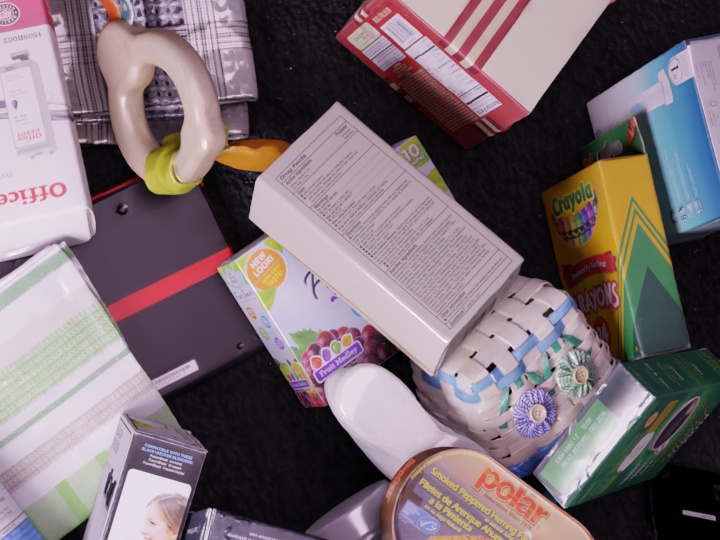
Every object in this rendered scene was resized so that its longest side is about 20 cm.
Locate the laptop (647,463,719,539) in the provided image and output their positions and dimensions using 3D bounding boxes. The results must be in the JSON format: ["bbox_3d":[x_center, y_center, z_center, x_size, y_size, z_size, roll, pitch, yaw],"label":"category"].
[{"bbox_3d":[0.320,0.291,1.577,0.175,0.104,0.202,12,52,-15],"label":"laptop"}]

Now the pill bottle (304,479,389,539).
[{"bbox_3d":[0.040,0.275,1.440,0.111,0.111,0.201,-32,90,-19],"label":"pill bottle"}]

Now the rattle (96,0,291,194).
[{"bbox_3d":[-0.142,-0.169,1.449,0.142,0.130,0.201,-21,71,-25],"label":"rattle"}]

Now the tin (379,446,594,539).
[{"bbox_3d":[0.102,0.215,1.389,0.199,0.042,0.112,38,81,-19],"label":"tin"}]

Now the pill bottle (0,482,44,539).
[{"bbox_3d":[-0.316,0.193,1.345,0.112,0.112,0.201,-38,92,-19],"label":"pill bottle"}]

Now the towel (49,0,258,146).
[{"bbox_3d":[-0.187,-0.201,1.496,0.190,0.035,0.202,-4,82,-18],"label":"towel"}]

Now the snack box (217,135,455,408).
[{"bbox_3d":[0.000,0.000,1.497,0.199,0.053,0.143,-36,97,-23],"label":"snack box"}]

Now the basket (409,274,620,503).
[{"bbox_3d":[0.135,0.119,1.493,0.176,0.139,0.201,-41,129,-20],"label":"basket"}]

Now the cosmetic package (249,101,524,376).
[{"bbox_3d":[0.019,-0.025,1.416,0.200,0.073,0.104,41,65,11],"label":"cosmetic package"}]

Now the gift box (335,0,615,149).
[{"bbox_3d":[0.101,-0.245,1.514,0.200,0.184,0.187,42,73,-13],"label":"gift box"}]

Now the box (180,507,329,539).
[{"bbox_3d":[-0.101,0.293,1.346,0.123,0.200,0.199,18,76,-13],"label":"box"}]

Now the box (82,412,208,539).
[{"bbox_3d":[-0.179,0.217,1.362,0.060,0.117,0.202,18,89,-12],"label":"box"}]

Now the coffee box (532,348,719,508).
[{"bbox_3d":[0.226,0.125,1.454,0.044,0.199,0.123,44,113,22],"label":"coffee box"}]

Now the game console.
[{"bbox_3d":[-0.190,0.023,1.461,0.199,0.031,0.178,-26,95,-19],"label":"game console"}]

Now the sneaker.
[{"bbox_3d":[0.046,0.151,1.433,0.075,0.088,0.200,-43,101,-16],"label":"sneaker"}]

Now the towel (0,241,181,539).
[{"bbox_3d":[-0.244,0.097,1.403,0.149,0.031,0.201,-35,109,-13],"label":"towel"}]

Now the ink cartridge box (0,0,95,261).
[{"bbox_3d":[-0.297,-0.114,1.398,0.145,0.083,0.202,-13,77,-9],"label":"ink cartridge box"}]

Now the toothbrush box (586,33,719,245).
[{"bbox_3d":[0.285,-0.107,1.537,0.084,0.200,0.148,-12,83,-19],"label":"toothbrush box"}]

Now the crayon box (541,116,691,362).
[{"bbox_3d":[0.214,-0.018,1.539,0.050,0.127,0.202,-9,82,-18],"label":"crayon box"}]
